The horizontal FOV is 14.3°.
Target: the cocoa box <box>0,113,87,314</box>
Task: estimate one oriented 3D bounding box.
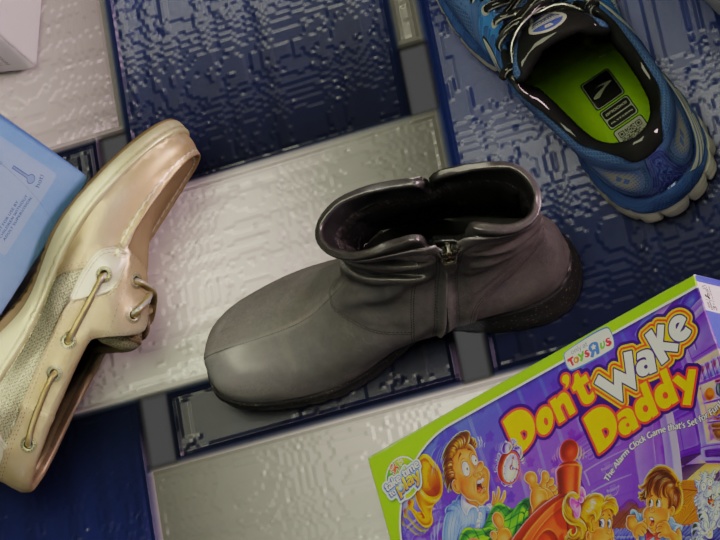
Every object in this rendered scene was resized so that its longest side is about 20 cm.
[{"bbox_3d":[-0.261,-0.012,1.430,0.131,0.133,0.200,29,85,48],"label":"cocoa box"}]

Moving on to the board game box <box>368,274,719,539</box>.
[{"bbox_3d":[0.105,0.107,1.298,0.200,0.045,0.135,-32,63,32],"label":"board game box"}]

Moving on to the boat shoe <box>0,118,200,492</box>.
[{"bbox_3d":[-0.133,0.018,1.440,0.065,0.072,0.200,33,82,11],"label":"boat shoe"}]

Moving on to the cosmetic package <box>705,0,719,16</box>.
[{"bbox_3d":[0.247,-0.191,1.349,0.199,0.123,0.200,-42,63,1],"label":"cosmetic package"}]

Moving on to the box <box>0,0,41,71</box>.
[{"bbox_3d":[-0.278,-0.187,1.534,0.200,0.106,0.153,-4,71,17],"label":"box"}]

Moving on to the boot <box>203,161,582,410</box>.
[{"bbox_3d":[0.000,0.000,1.362,0.200,0.132,0.070,-21,67,11],"label":"boot"}]

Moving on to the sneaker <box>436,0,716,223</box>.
[{"bbox_3d":[0.097,-0.116,1.392,0.079,0.089,0.200,-41,64,1],"label":"sneaker"}]
